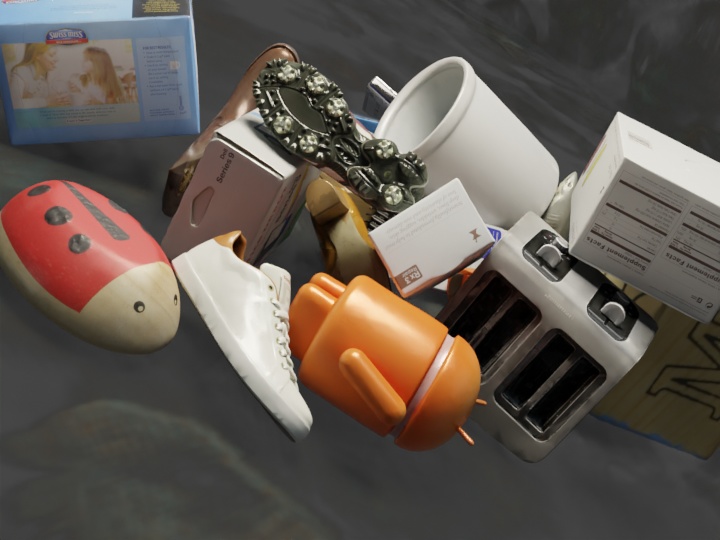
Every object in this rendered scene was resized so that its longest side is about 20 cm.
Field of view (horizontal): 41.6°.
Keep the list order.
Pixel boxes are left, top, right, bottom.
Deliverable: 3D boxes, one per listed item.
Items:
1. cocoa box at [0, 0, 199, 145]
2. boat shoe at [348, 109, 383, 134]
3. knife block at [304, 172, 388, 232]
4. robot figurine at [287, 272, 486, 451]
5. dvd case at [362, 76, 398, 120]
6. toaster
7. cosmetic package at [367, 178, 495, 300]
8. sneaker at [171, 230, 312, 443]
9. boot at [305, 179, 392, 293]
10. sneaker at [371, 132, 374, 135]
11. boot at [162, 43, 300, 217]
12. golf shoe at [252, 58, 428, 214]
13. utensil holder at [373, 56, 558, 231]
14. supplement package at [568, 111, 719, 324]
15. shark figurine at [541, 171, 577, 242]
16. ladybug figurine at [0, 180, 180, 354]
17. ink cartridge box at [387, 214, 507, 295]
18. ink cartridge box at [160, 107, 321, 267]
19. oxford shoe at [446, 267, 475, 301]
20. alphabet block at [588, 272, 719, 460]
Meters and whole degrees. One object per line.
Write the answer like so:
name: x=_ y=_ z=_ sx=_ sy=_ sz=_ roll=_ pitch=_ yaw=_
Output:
cocoa box: x=-0.272 y=-0.222 z=0.996 sx=0.197 sy=0.135 sz=0.132 roll=-5 pitch=34 yaw=-9
boat shoe: x=0.005 y=-0.213 z=1.440 sx=0.198 sy=0.085 sz=0.069 roll=31 pitch=20 yaw=-5
knife block: x=0.009 y=-0.093 z=1.235 sx=0.174 sy=0.064 sz=0.200 roll=7 pitch=33 yaw=-43
robot figurine: x=0.023 y=0.085 z=0.850 sx=0.198 sy=0.117 sz=0.144 roll=32 pitch=-20 yaw=4
dvd case: x=0.086 y=-0.208 z=1.467 sx=0.200 sy=0.025 sz=0.150 roll=43 pitch=-5 yaw=0
toaster: x=0.168 y=0.071 z=0.962 sx=0.181 sy=0.201 sz=0.118 roll=43 pitch=24 yaw=10
cosmetic package: x=0.070 y=-0.025 z=0.939 sx=0.075 sy=0.101 sz=0.200 roll=59 pitch=1 yaw=6
sneaker: x=-0.082 y=0.046 z=0.800 sx=0.201 sy=0.084 sz=0.073 roll=55 pitch=-8 yaw=23
boot: x=-0.001 y=0.000 z=1.038 sx=0.144 sy=0.070 sz=0.204 roll=41 pitch=28 yaw=-75
sneaker: x=0.050 y=-0.142 z=1.370 sx=0.199 sy=0.068 sz=0.108 roll=22 pitch=28 yaw=-13
boot: x=-0.142 y=-0.156 z=1.044 sx=0.064 sy=0.187 sz=0.200 roll=34 pitch=21 yaw=-4
golf shoe: x=-0.025 y=-0.121 z=0.922 sx=0.200 sy=0.077 sz=0.088 roll=41 pitch=-7 yaw=4
utensil holder: x=0.141 y=-0.151 z=1.248 sx=0.199 sy=0.170 sz=0.171 roll=37 pitch=19 yaw=-27
supplement package: x=0.309 y=-0.062 z=0.981 sx=0.154 sy=0.112 sz=0.200 roll=27 pitch=24 yaw=2
shark figurine: x=0.258 y=-0.017 z=1.295 sx=0.089 sy=0.215 sz=0.129 roll=26 pitch=57 yaw=8
ladybug figurine: x=-0.228 y=-0.012 z=0.801 sx=0.199 sy=0.072 sz=0.135 roll=39 pitch=26 yaw=18
ink cartridge box: x=0.116 y=-0.018 z=1.177 sx=0.198 sy=0.096 sz=0.037 roll=13 pitch=-9 yaw=-32
ink cartridge box: x=-0.110 y=-0.082 z=0.979 sx=0.087 sy=0.146 sz=0.200 roll=31 pitch=24 yaw=4
oxford shoe: x=0.188 y=0.037 z=1.087 sx=0.072 sy=0.072 sz=0.199 roll=-6 pitch=22 yaw=-35
alphabet block: x=0.376 y=0.074 z=1.164 sx=0.194 sy=0.201 sz=0.196 roll=21 pitch=26 yaw=-20
